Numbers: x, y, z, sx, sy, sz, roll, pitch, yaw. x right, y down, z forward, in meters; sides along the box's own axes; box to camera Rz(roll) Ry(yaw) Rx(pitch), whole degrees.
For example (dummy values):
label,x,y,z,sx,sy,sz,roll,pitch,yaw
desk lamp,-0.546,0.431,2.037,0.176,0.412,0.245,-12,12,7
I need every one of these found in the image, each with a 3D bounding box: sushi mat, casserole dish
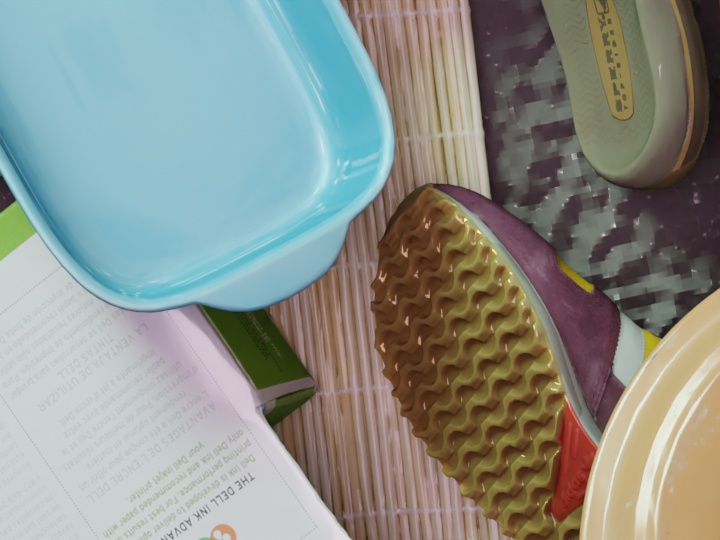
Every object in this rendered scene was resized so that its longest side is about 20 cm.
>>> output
label,x,y,z,sx,sy,sz,roll,pitch,yaw
sushi mat,0.000,0.000,0.838,0.095,0.012,0.202,-7,90,8
casserole dish,-0.073,-0.076,0.764,0.121,0.039,0.201,-27,85,-20

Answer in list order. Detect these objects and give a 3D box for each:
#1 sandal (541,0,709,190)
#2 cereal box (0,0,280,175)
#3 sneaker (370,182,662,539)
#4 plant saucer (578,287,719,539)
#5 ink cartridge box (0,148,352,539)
label,x,y,z,sx,sy,sz,roll,pitch,yaw
sandal,0.059,-0.120,0.790,0.054,0.080,0.202,-15,93,-23
cereal box,-0.082,-0.133,0.829,0.199,0.040,0.145,-26,80,9
sneaker,0.084,0.051,0.798,0.201,0.090,0.075,54,130,18
plant saucer,0.161,0.082,0.705,0.198,0.032,0.202,-2,70,6
ink cartridge box,-0.078,0.083,0.812,0.147,0.076,0.201,-37,85,12
